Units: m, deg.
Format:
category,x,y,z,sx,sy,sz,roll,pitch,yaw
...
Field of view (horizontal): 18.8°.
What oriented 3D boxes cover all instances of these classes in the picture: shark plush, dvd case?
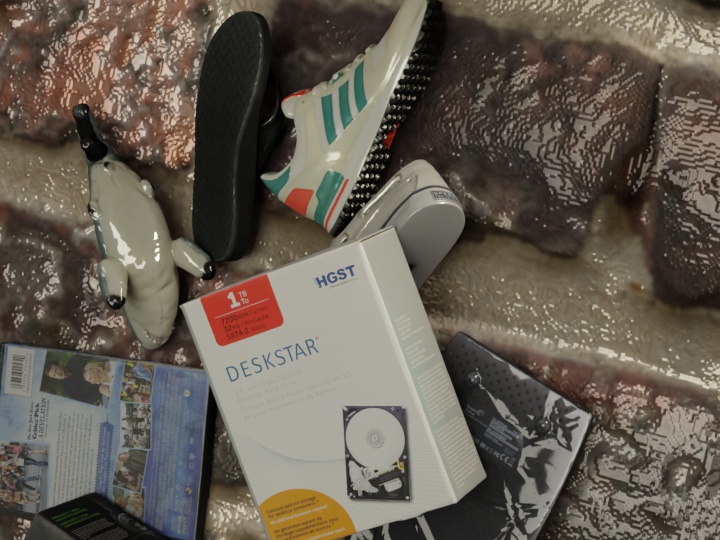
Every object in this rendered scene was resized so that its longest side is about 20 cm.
category,x,y,z,sx,sy,sz,roll,pitch,yaw
shark plush,-0.199,-0.035,1.730,0.091,0.083,0.200,-31,82,-20
dvd case,-0.212,0.140,1.765,0.199,0.018,0.143,7,93,23

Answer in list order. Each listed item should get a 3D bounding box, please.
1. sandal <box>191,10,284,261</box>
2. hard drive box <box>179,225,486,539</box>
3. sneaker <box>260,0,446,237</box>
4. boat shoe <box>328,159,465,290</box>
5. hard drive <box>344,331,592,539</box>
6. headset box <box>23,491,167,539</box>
category,x,y,z,sx,sy,sz,roll,pitch,yaw
sandal,-0.094,-0.107,1.699,0.075,0.048,0.201,28,116,44
hard drive box,-0.020,0.089,1.587,0.155,0.077,0.201,-20,92,23
sneaker,-0.011,-0.131,1.649,0.093,0.070,0.200,28,103,15
boat shoe,0.000,0.000,1.650,0.200,0.072,0.066,-54,40,28
hard drive,0.082,0.161,1.625,0.135,0.042,0.200,32,102,21
headset box,-0.198,0.297,1.708,0.200,0.093,0.175,30,107,18
